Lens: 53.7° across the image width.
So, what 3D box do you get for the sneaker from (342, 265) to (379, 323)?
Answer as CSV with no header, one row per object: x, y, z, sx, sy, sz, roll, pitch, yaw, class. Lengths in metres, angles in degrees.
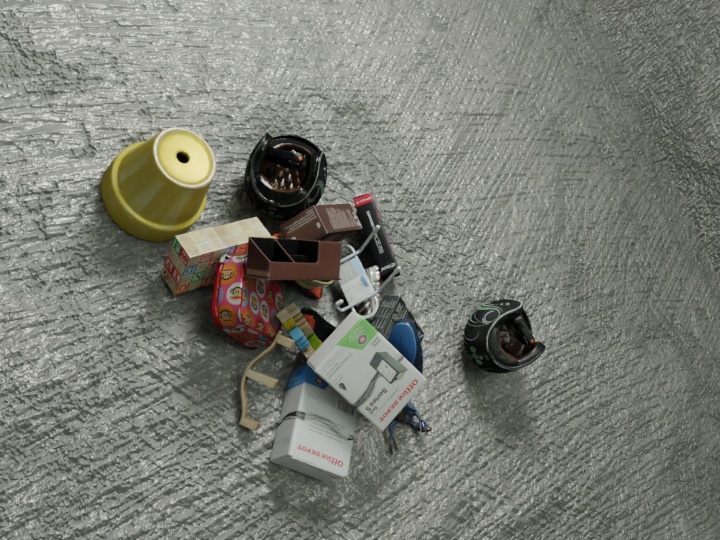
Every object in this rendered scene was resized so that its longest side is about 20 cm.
0.001,0.088,1.660,0.087,0.074,0.201,1,88,0,sneaker

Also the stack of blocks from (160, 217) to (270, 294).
-0.291,-0.032,1.441,0.200,0.115,0.059,-19,62,-43,stack of blocks

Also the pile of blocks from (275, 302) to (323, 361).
-0.109,0.136,1.480,0.062,0.082,0.200,-36,141,-9,pile of blocks

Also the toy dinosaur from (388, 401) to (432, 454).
0.112,0.315,1.602,0.181,0.105,0.201,29,60,-72,toy dinosaur

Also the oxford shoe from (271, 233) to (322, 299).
-0.156,-0.002,1.585,0.200,0.072,0.071,51,32,-32,oxford shoe

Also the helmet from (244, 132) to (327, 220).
-0.165,-0.210,1.580,0.199,0.191,0.201,0,91,-4,helmet

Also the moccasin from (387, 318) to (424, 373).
0.103,0.183,1.590,0.068,0.080,0.200,-48,145,-46,moccasin

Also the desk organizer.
-0.127,-0.022,1.393,0.200,0.072,0.077,0,95,-49,desk organizer

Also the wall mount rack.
0.000,0.000,1.597,0.200,0.173,0.075,64,8,26,wall mount rack

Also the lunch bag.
-0.221,0.054,1.433,0.200,0.082,0.177,54,35,-60,lunch bag

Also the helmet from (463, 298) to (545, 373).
0.363,0.168,1.824,0.199,0.191,0.201,0,91,-11,helmet

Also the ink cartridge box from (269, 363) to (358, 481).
-0.090,0.317,1.475,0.144,0.084,0.200,28,54,-25,ink cartridge box

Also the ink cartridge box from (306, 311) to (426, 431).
0.014,0.206,1.455,0.200,0.084,0.146,44,83,-16,ink cartridge box

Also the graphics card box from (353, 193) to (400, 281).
0.041,-0.079,1.733,0.051,0.125,0.200,-19,81,2,graphics card box

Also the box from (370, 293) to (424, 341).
0.066,0.181,1.626,0.160,0.043,0.200,55,51,-42,box

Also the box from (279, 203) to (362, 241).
-0.086,-0.098,1.606,0.075,0.100,0.200,63,22,3,box

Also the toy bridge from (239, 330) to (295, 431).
-0.197,0.213,1.413,0.067,0.027,0.200,22,88,9,toy bridge

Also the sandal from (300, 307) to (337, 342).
-0.060,0.154,1.583,0.200,0.043,0.076,30,85,-19,sandal

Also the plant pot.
-0.381,-0.181,1.395,0.200,0.189,0.201,17,60,-32,plant pot

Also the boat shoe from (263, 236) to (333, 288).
-0.134,-0.018,1.487,0.200,0.063,0.073,30,66,-49,boat shoe
